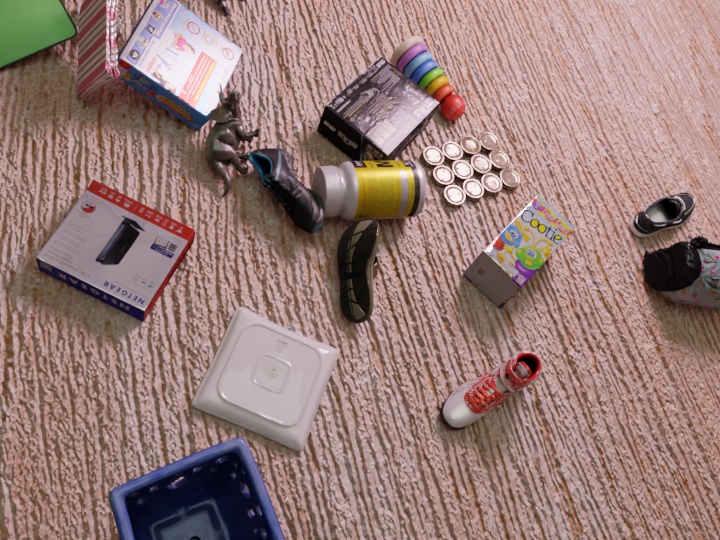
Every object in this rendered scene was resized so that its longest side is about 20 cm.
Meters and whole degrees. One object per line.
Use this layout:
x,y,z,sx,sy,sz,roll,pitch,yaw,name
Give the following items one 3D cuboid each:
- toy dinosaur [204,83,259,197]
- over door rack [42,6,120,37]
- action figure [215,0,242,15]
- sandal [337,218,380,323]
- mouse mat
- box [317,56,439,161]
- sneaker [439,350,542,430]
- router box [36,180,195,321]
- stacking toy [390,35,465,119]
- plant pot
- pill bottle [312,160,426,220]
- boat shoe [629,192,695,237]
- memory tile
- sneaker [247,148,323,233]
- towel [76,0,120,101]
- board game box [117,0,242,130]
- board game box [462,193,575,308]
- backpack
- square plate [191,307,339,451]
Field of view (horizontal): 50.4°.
-0.255,-0.242,1.456,0.102,0.077,0.201,16,94,-22,toy dinosaur
-0.563,-0.555,1.516,0.147,0.067,0.201,-9,87,-21,over door rack
-0.347,-0.637,1.620,0.193,0.105,0.200,38,34,10,action figure
-0.001,0.001,1.423,0.080,0.057,0.202,0,76,24,sandal
-0.659,-0.475,1.440,0.200,0.008,0.161,-30,93,-16,mouse mat
0.037,-0.319,1.582,0.164,0.086,0.200,39,59,5,box
0.235,0.207,1.358,0.201,0.108,0.067,-25,73,-27,sneaker
-0.415,-0.035,1.313,0.200,0.049,0.180,26,59,-3,router box
0.156,-0.414,1.678,0.085,0.085,0.200,-34,82,-29,stacking toy
-0.230,0.380,1.079,0.200,0.180,0.200,-18,69,-25,plant pot
0.015,-0.155,1.473,0.199,0.114,0.115,-4,65,-20,pill bottle
0.689,-0.131,1.706,0.200,0.060,0.076,-29,75,-28,boat shoe
0.236,-0.219,1.634,0.200,0.017,0.154,-18,70,-24,memory tile
-0.143,-0.149,1.434,0.082,0.073,0.200,-2,51,-53,sneaker
-0.486,-0.430,1.417,0.030,0.146,0.201,6,78,-40,towel
-0.351,-0.408,1.483,0.196,0.056,0.200,34,55,-25,board game box
0.314,-0.039,1.514,0.103,0.105,0.200,43,60,6,board game box
0.717,0.009,1.601,0.199,0.167,0.127,10,80,-16,backpack
-0.154,0.178,1.297,0.200,0.028,0.199,24,59,-5,square plate
